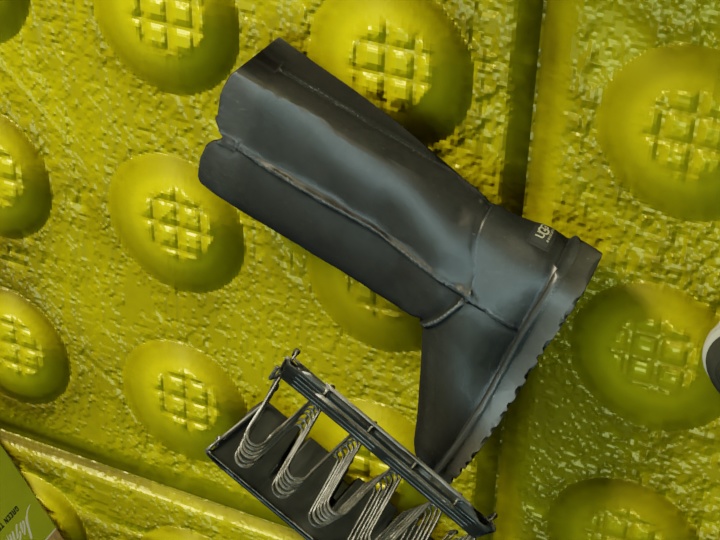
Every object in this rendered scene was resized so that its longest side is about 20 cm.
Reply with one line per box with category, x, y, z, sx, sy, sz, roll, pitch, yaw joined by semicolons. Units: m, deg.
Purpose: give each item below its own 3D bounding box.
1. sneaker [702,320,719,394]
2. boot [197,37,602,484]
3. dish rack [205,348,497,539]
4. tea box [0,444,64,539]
sneaker;0.242;0.091;0.701;0.199;0.088;0.076;34;132;7
boot;0.000;-0.001;0.783;0.199;0.066;0.165;31;122;3
dish rack;-0.006;0.116;0.820;0.153;0.055;0.200;38;164;2
tea box;-0.345;0.170;1.041;0.199;0.134;0.198;-16;111;35
